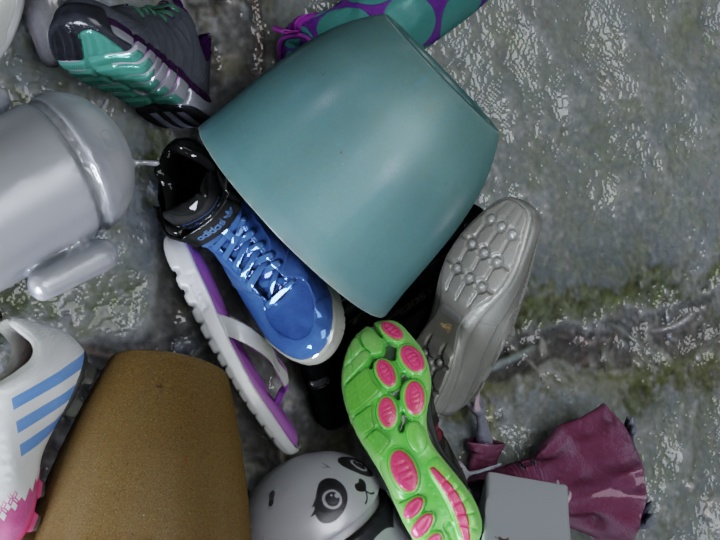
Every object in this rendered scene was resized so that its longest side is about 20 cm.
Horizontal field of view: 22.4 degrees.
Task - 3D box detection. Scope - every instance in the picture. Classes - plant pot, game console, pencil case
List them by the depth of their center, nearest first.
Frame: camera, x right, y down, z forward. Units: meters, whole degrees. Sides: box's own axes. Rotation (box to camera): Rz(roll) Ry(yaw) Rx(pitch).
[{"bbox_3d":[0.006,-0.092,1.360,0.161,0.201,0.201,-44,111,8],"label":"plant pot"},{"bbox_3d":[-0.158,0.169,1.363,0.186,0.186,0.201,18,68,-26],"label":"plant pot"},{"bbox_3d":[0.026,-0.216,1.491,0.200,0.085,0.093,-42,119,-21],"label":"pencil case"},{"bbox_3d":[0.000,0.000,1.516,0.200,0.116,0.176,-34,135,-22],"label":"game console"}]

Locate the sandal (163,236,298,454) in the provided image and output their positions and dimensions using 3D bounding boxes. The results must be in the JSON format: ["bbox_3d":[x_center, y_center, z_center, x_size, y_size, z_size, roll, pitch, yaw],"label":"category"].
[{"bbox_3d":[-0.090,0.055,1.430,0.050,0.082,0.203,-29,103,1],"label":"sandal"}]

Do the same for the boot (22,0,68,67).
[{"bbox_3d":[-0.295,-0.232,1.347,0.131,0.070,0.201,-20,99,-16],"label":"boot"}]

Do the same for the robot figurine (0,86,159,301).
[{"bbox_3d":[-0.250,-0.058,1.335,0.200,0.113,0.170,-31,80,-23],"label":"robot figurine"}]

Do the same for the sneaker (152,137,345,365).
[{"bbox_3d":[-0.092,-0.017,1.374,0.111,0.077,0.200,19,39,-56],"label":"sneaker"}]

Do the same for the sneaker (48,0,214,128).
[{"bbox_3d":[-0.170,-0.178,1.367,0.200,0.074,0.088,40,53,-65],"label":"sneaker"}]

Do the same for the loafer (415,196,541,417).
[{"bbox_3d":[0.098,0.030,1.495,0.070,0.070,0.201,1,122,-50],"label":"loafer"}]

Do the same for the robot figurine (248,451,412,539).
[{"bbox_3d":[-0.012,0.240,1.451,0.124,0.150,0.201,-30,104,-10],"label":"robot figurine"}]

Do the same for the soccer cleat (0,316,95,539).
[{"bbox_3d":[-0.265,0.127,1.318,0.086,0.070,0.201,33,60,-29],"label":"soccer cleat"}]

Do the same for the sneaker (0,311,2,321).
[{"bbox_3d":[-0.360,0.050,1.300,0.202,0.146,0.077,-40,155,-58],"label":"sneaker"}]

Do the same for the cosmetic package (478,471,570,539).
[{"bbox_3d":[0.116,0.276,1.475,0.071,0.102,0.201,9,121,0],"label":"cosmetic package"}]

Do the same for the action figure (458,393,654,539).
[{"bbox_3d":[0.145,0.186,1.567,0.199,0.134,0.149,-9,138,-14],"label":"action figure"}]

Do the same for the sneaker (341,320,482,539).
[{"bbox_3d":[0.036,0.138,1.444,0.076,0.084,0.201,-17,78,-5],"label":"sneaker"}]

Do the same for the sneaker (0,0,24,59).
[{"bbox_3d":[-0.310,-0.143,1.296,0.076,0.081,0.200,41,89,-18],"label":"sneaker"}]
